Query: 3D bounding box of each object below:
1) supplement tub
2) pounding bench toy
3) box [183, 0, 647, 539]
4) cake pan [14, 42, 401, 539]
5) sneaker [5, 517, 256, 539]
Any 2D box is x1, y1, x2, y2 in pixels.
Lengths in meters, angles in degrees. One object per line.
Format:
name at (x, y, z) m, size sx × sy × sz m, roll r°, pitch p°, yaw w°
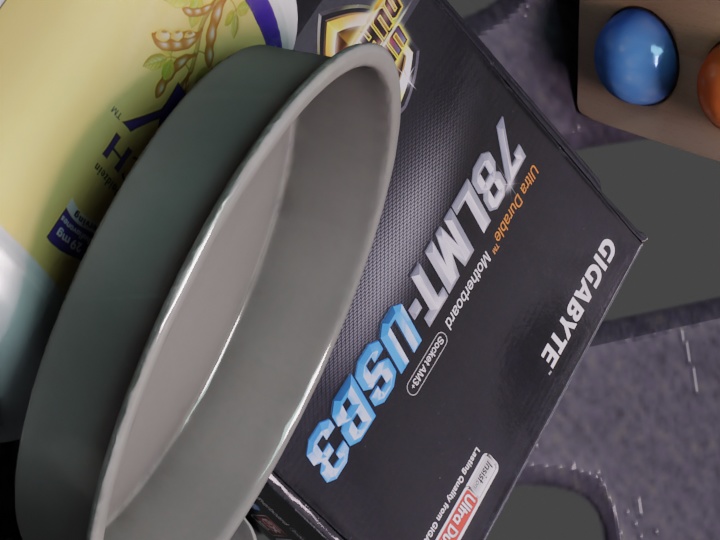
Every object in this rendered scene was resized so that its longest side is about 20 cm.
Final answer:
supplement tub at (-0.124, -0.039, 0.730) m, size 0.145 × 0.145 × 0.201 m, roll 44°, pitch 61°, yaw -27°
pounding bench toy at (0.201, -0.112, 0.943) m, size 0.156 × 0.199 × 0.125 m, roll -22°, pitch 121°, yaw -38°
box at (0.000, 0.000, 0.889) m, size 0.199 × 0.050 × 0.200 m, roll 46°, pitch 61°, yaw -25°
cake pan at (-0.047, 0.017, 0.727) m, size 0.037 × 0.201 × 0.201 m, roll 24°, pitch 64°, yaw 12°
sneaker at (-0.116, 0.117, 0.768) m, size 0.200 × 0.075 × 0.080 m, roll -30°, pitch 102°, yaw -37°
